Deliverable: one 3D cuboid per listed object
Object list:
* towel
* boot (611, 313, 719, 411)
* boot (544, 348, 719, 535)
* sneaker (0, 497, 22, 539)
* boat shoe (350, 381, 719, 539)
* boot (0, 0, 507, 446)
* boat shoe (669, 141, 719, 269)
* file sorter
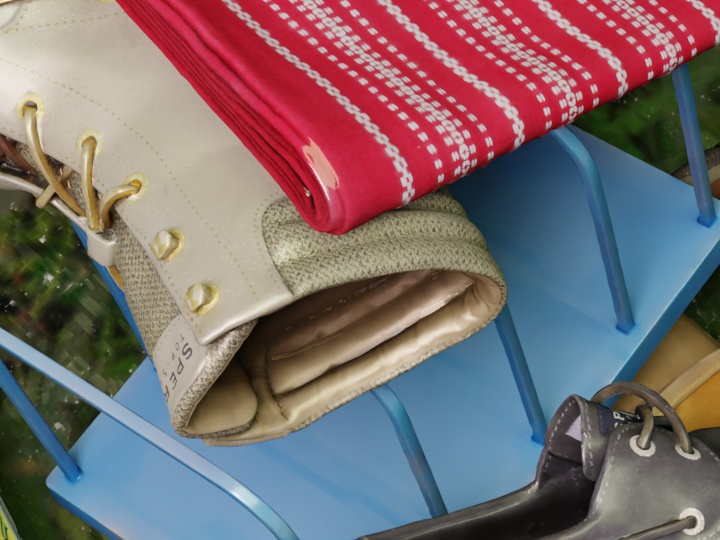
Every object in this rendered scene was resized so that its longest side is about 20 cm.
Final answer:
[{"bbox_3d":[0.016,-0.095,0.677,0.199,0.023,0.145,-28,68,-38],"label":"towel"},{"bbox_3d":[0.111,0.114,0.788,0.199,0.066,0.175,35,57,7],"label":"boot"},{"bbox_3d":[0.145,0.083,0.741,0.201,0.071,0.144,-38,84,-21],"label":"boot"},{"bbox_3d":[-0.131,0.101,0.742,0.075,0.076,0.201,-31,76,-22],"label":"sneaker"},{"bbox_3d":[0.063,0.066,0.661,0.199,0.070,0.067,-21,102,-7],"label":"boat shoe"},{"bbox_3d":[-0.074,-0.022,0.656,0.198,0.072,0.155,-15,57,-11],"label":"boot"},{"bbox_3d":[0.185,-0.027,0.815,0.199,0.076,0.074,-21,83,20],"label":"boat shoe"},{"bbox_3d":[0.000,0.000,0.749,0.138,0.123,0.200,30,69,28],"label":"file sorter"}]
